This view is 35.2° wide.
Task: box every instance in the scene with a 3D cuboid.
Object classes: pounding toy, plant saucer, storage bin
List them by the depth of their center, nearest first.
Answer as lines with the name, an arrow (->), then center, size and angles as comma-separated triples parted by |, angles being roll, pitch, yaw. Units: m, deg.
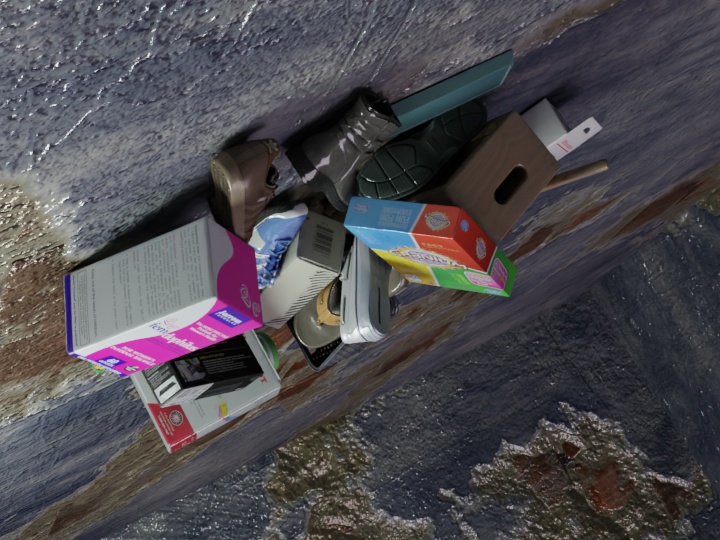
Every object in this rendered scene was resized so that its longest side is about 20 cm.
plant saucer -> 0.105, -0.215, 1.414 | 0.199, 0.019, 0.070 | -28, 167, -18
pounding toy -> 0.182, -0.110, 1.500 | 0.200, 0.142, 0.184 | -48, -166, -22
storage bin -> -0.037, 0.061, 1.853 | 0.093, 0.136, 0.200 | -22, 165, -31

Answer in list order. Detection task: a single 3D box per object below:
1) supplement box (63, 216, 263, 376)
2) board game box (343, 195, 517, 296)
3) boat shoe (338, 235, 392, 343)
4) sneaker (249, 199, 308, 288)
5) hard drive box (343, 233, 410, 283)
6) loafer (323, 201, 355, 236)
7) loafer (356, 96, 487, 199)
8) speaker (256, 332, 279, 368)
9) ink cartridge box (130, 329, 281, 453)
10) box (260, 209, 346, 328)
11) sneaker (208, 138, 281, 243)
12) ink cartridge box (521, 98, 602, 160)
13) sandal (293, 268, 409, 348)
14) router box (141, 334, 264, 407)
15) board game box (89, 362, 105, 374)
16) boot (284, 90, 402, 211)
supplement box -> -0.220, 0.032, 1.264 | 0.198, 0.104, 0.101 | -22, 151, 21
board game box -> 0.090, -0.029, 1.411 | 0.152, 0.041, 0.200 | 8, 163, 31
boat shoe -> 0.000, 0.000, 1.484 | 0.066, 0.202, 0.073 | -16, 143, 31
sneaker -> -0.126, -0.021, 1.484 | 0.075, 0.077, 0.200 | -13, 157, -49
hard drive box -> 0.019, -0.017, 1.693 | 0.199, 0.078, 0.155 | -22, -167, -34
loafer -> 0.015, -0.076, 1.617 | 0.076, 0.068, 0.199 | -37, 166, 26
loafer -> 0.084, -0.152, 1.495 | 0.199, 0.072, 0.063 | -35, 173, 7
speaker -> -0.238, 0.171, 1.931 | 0.199, 0.089, 0.088 | -21, 164, -37
ink cartridge box -> -0.243, 0.173, 1.786 | 0.199, 0.147, 0.083 | -27, 168, -16
box -> -0.095, 0.001, 1.556 | 0.068, 0.083, 0.200 | 20, 149, -20
sneaker -> -0.123, -0.082, 1.276 | 0.075, 0.071, 0.200 | -28, 167, -16
ink cartridge box -> 0.262, -0.193, 1.733 | 0.199, 0.068, 0.115 | -34, 167, 15
sandal -> -0.018, 0.042, 1.555 | 0.199, 0.082, 0.055 | -30, -177, 26
router box -> -0.229, 0.097, 1.529 | 0.051, 0.150, 0.200 | -36, 166, 22
board game box -> -0.249, 0.033, 1.374 | 0.199, 0.105, 0.023 | -35, 126, 12
boot -> -0.001, -0.141, 1.349 | 0.130, 0.068, 0.200 | -36, 167, 8
